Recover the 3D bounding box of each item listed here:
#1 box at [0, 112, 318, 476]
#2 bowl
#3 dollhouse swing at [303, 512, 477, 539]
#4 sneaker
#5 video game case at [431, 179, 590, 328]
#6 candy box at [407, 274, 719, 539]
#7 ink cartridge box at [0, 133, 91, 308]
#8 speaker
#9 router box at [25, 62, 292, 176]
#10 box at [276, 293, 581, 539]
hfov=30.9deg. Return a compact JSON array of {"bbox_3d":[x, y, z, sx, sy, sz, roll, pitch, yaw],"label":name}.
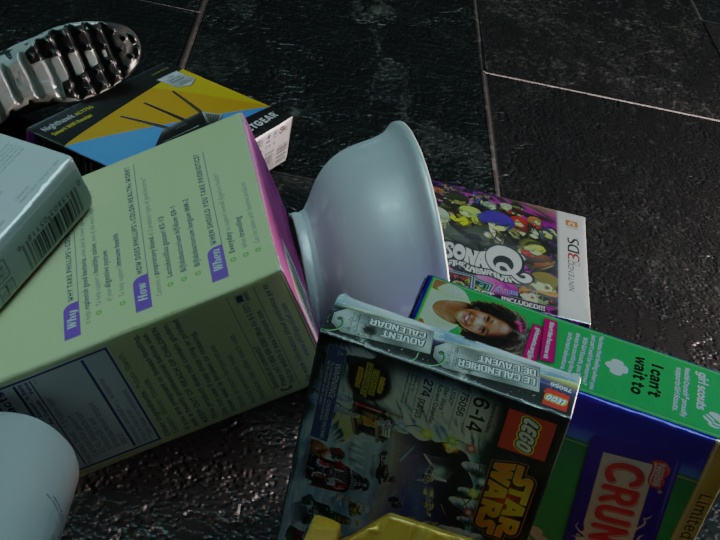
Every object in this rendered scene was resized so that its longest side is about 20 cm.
[{"bbox_3d":[-0.138,0.016,0.835,0.198,0.097,0.177,-21,40,1],"label":"box"},{"bbox_3d":[0.000,0.000,0.925,0.089,0.203,0.202,-8,36,-8],"label":"bowl"},{"bbox_3d":[0.040,0.226,0.587,0.198,0.184,0.176,17,-2,6],"label":"dollhouse swing"},{"bbox_3d":[-0.292,-0.172,1.146,0.198,0.067,0.090,-25,22,-15],"label":"sneaker"},{"bbox_3d":[0.096,-0.013,1.113,0.198,0.036,0.182,14,31,0],"label":"video game case"},{"bbox_3d":[0.108,0.115,0.792,0.198,0.170,0.077,17,35,6],"label":"candy box"},{"bbox_3d":[-0.295,-0.028,0.819,0.198,0.050,0.163,17,54,27],"label":"ink cartridge box"},{"bbox_3d":[-0.204,0.165,0.680,0.080,0.082,0.201,10,33,-5],"label":"speaker"},{"bbox_3d":[-0.173,-0.110,1.143,0.148,0.052,0.200,24,34,18],"label":"router box"},{"bbox_3d":[0.029,0.122,0.722,0.136,0.202,0.040,18,35,8],"label":"box"}]
